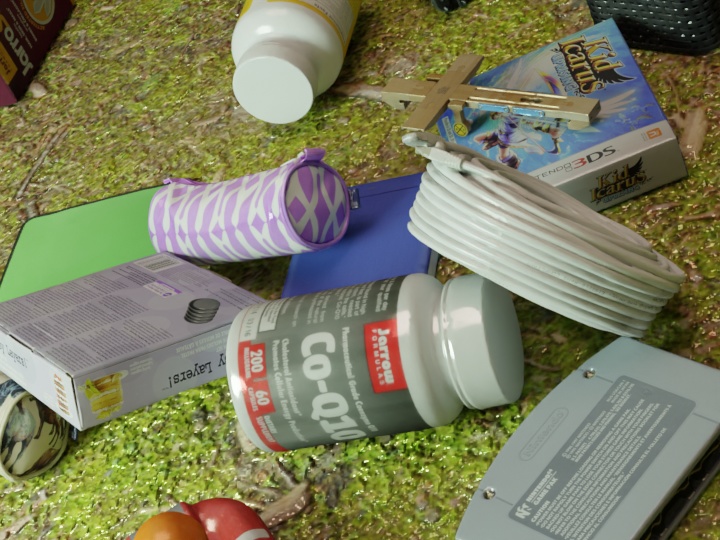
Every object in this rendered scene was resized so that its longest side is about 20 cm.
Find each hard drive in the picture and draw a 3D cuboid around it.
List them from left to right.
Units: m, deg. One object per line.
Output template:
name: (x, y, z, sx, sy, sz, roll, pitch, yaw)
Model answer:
hard drive: (0.000, 0.000, 1.298, 0.131, 0.025, 0.201, -10, 41, 21)

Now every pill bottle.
pill bottle: (-0.065, -0.240, 1.541, 0.111, 0.112, 0.201, -8, 42, 23)
pill bottle: (0.012, 0.065, 1.144, 0.198, 0.114, 0.114, -11, 40, 20)

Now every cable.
cable: (0.131, -0.019, 1.112, 0.199, 0.199, 0.070, 33, 101, 32)

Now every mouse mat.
mouse mat: (-0.258, -0.017, 1.488, 0.198, 0.008, 0.162, -13, 40, 19)

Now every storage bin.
storage bin: (0.300, -0.298, 1.405, 0.135, 0.094, 0.200, 16, 55, 41)

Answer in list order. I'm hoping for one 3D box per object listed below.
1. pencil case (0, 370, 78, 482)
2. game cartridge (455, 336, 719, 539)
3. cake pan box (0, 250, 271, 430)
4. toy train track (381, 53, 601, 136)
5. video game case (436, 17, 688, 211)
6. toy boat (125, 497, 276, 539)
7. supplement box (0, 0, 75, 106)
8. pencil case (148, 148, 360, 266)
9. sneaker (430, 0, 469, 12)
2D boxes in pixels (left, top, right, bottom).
pencil case: (-0.323, 0.107, 1.324, 0.199, 0.078, 0.090, 21, 75, 44)
game cartridge: (0.161, 0.134, 1.043, 0.133, 0.041, 0.200, 23, 60, 41)
cake pan box: (-0.192, 0.049, 1.257, 0.183, 0.053, 0.199, -18, 24, -33)
toy train track: (0.110, -0.136, 1.315, 0.199, 0.033, 0.115, 10, 45, 32)
video game case: (0.162, -0.118, 1.321, 0.180, 0.046, 0.201, -21, 38, 7)
toy boat: (-0.110, 0.213, 1.031, 0.130, 0.131, 0.200, -32, 38, -10)
supplement box: (-0.424, -0.293, 1.815, 0.085, 0.111, 0.201, -7, 43, 24)
pencil case: (-0.099, -0.050, 1.335, 0.199, 0.086, 0.084, -8, 4, 43)
sneaker: (0.130, -0.345, 1.581, 0.200, 0.067, 0.090, -37, 41, -9)
